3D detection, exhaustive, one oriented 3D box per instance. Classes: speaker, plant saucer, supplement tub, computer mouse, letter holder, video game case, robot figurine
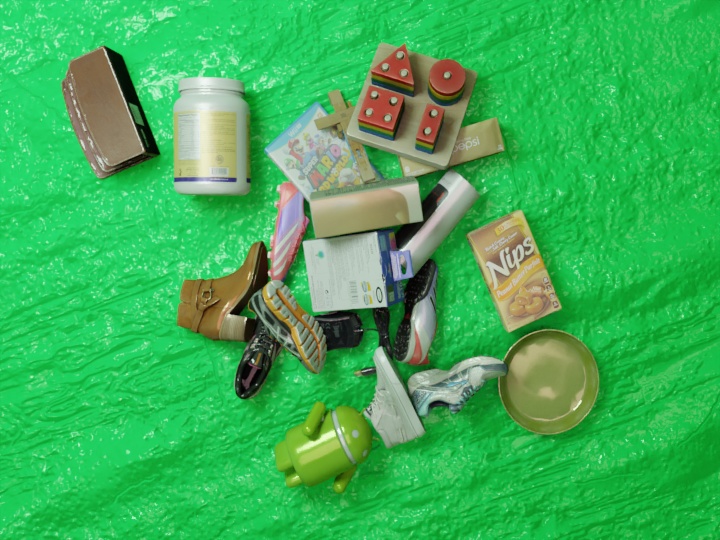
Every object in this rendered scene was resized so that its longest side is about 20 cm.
[{"bbox_3d":[0.136,-0.091,1.555,0.081,0.081,0.201,40,94,-3],"label":"speaker"},{"bbox_3d":[0.363,0.214,1.602,0.194,0.031,0.206,0,94,-1],"label":"plant saucer"},{"bbox_3d":[-0.272,-0.241,1.511,0.141,0.145,0.206,0,94,0],"label":"supplement tub"},{"bbox_3d":[-0.031,0.140,1.593,0.195,0.046,0.144,-12,107,1],"label":"computer mouse"},{"bbox_3d":[-0.483,-0.287,1.531,0.139,0.101,0.204,-21,94,3],"label":"letter holder"},{"bbox_3d":[-0.066,-0.197,1.555,0.143,0.018,0.201,-44,94,-16],"label":"video game case"},{"bbox_3d":[-0.065,0.332,1.565,0.196,0.116,0.178,-25,115,2],"label":"robot figurine"}]

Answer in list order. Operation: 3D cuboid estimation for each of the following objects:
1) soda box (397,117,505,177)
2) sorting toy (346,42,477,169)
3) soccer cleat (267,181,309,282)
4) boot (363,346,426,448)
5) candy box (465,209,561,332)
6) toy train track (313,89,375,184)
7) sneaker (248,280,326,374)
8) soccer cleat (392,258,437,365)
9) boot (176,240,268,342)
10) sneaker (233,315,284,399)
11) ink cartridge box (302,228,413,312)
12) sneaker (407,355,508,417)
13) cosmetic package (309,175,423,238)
[{"bbox_3d":[0.168,-0.227,1.551,0.195,0.068,0.066,-17,93,1],"label":"soda box"},{"bbox_3d":[0.095,-0.314,1.500,0.195,0.070,0.203,18,74,8],"label":"sorting toy"},{"bbox_3d":[-0.134,-0.068,1.566,0.074,0.067,0.206,6,91,-5],"label":"soccer cleat"},{"bbox_3d":[0.046,0.249,1.570,0.094,0.074,0.203,-25,107,4],"label":"boot"},{"bbox_3d":[0.291,0.001,1.574,0.113,0.055,0.204,-23,94,1],"label":"candy box"},{"bbox_3d":[-0.017,-0.246,1.537,0.112,0.033,0.204,-18,68,-8],"label":"toy train track"},{"bbox_3d":[-0.132,0.109,1.527,0.076,0.079,0.202,-21,110,33],"label":"sneaker"},{"bbox_3d":[0.120,0.081,1.583,0.072,0.068,0.205,16,85,-30],"label":"soccer cleat"},{"bbox_3d":[-0.263,0.032,1.575,0.151,0.077,0.205,10,84,17],"label":"boot"},{"bbox_3d":[-0.186,0.157,1.568,0.078,0.086,0.205,17,93,-3],"label":"sneaker"},{"bbox_3d":[0.000,0.000,1.520,0.196,0.076,0.140,-6,96,33],"label":"ink cartridge box"},{"bbox_3d":[0.191,0.227,1.567,0.195,0.078,0.088,-18,59,10],"label":"sneaker"},{"bbox_3d":[0.009,-0.115,1.479,0.195,0.105,0.073,-9,103,1],"label":"cosmetic package"}]
